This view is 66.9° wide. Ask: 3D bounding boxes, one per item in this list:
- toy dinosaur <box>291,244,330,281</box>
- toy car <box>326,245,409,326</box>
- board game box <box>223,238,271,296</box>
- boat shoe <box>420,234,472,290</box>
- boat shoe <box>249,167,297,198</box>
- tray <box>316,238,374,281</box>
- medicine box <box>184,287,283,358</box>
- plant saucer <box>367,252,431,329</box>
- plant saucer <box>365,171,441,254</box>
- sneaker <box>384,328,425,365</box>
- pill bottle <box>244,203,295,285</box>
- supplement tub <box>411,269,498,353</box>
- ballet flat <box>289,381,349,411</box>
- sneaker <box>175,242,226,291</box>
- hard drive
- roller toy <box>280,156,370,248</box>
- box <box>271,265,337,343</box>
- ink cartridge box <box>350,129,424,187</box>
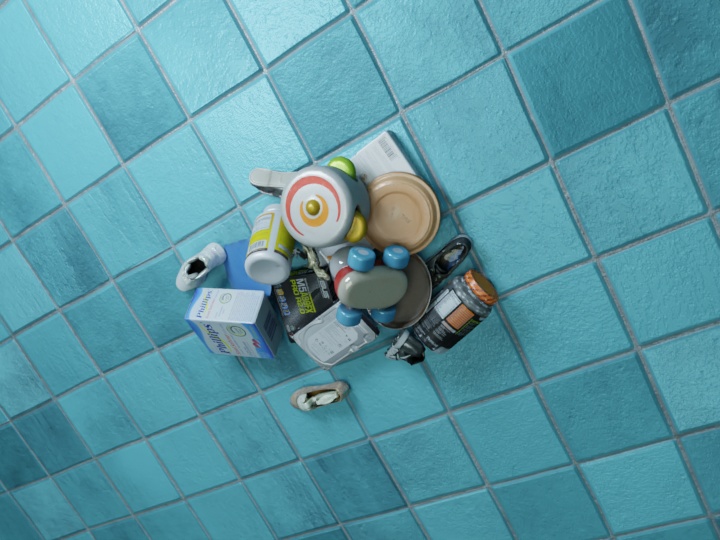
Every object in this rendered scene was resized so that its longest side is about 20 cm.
[{"bbox_3d":[-0.134,-0.056,1.326,0.047,0.088,0.201,-32,60,17],"label":"toy dinosaur"},{"bbox_3d":[0.000,0.000,1.311,0.176,0.200,0.185,-4,123,-26],"label":"toy car"},{"bbox_3d":[-0.291,-0.007,1.452,0.199,0.039,0.159,-10,101,45],"label":"board game box"},{"bbox_3d":[0.192,-0.009,1.326,0.069,0.057,0.200,41,114,-2],"label":"boat shoe"},{"bbox_3d":[-0.180,-0.212,1.368,0.199,0.057,0.067,14,76,7],"label":"boat shoe"},{"bbox_3d":[-0.032,-0.070,1.387,0.200,0.022,0.107,-39,94,24],"label":"tray"},{"bbox_3d":[-0.332,0.142,1.457,0.199,0.103,0.183,2,142,14],"label":"medicine box"},{"bbox_3d":[0.094,0.045,1.348,0.199,0.032,0.201,-4,83,36],"label":"plant saucer"},{"bbox_3d":[0.088,-0.130,1.279,0.199,0.032,0.201,5,110,13],"label":"plant saucer"},{"bbox_3d":[0.115,0.204,1.360,0.090,0.200,0.067,34,72,6],"label":"sneaker"},{"bbox_3d":[-0.215,-0.070,1.334,0.109,0.201,0.110,1,137,1],"label":"pill bottle"},{"bbox_3d":[0.229,0.098,1.318,0.122,0.123,0.200,43,114,-2],"label":"supplement tub"},{"bbox_3d":[-0.126,0.360,1.538,0.199,0.067,0.068,-23,101,22],"label":"ballet flat"},{"bbox_3d":[-0.456,0.000,1.481,0.078,0.099,0.200,49,122,-3],"label":"sneaker"},{"bbox_3d":[-0.066,0.165,1.419,0.200,0.038,0.140,-36,103,26],"label":"hard drive"},{"bbox_3d":[-0.081,-0.143,1.239,0.182,0.140,0.201,-20,91,24],"label":"roller toy"},{"bbox_3d":[-0.138,0.093,1.447,0.159,0.044,0.201,-6,115,18],"label":"box"},{"bbox_3d":[0.053,-0.202,1.304,0.176,0.045,0.200,-32,97,23],"label":"ink cartridge box"}]
